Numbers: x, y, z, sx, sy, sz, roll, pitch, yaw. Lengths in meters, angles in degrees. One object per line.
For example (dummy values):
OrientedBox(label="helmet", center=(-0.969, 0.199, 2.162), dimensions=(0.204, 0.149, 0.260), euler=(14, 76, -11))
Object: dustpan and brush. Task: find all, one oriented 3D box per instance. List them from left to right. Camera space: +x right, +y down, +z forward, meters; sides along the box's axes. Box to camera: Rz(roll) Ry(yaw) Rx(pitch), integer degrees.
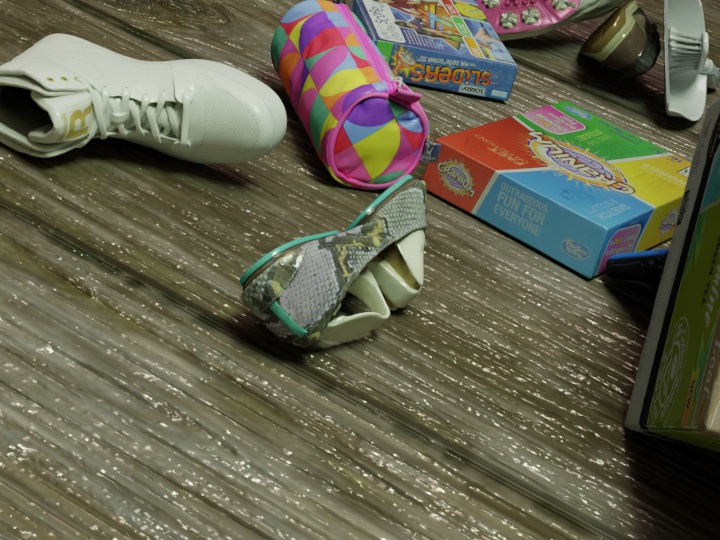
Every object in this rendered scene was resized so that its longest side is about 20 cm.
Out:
OrientedBox(label="dustpan and brush", center=(0.318, -0.201, 1.454), dimensions=(0.057, 0.141, 0.200), euler=(-1, -6, 11))

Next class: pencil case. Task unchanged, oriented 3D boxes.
OrientedBox(label="pencil case", center=(-0.008, -0.136, 1.141), dimensions=(0.087, 0.089, 0.200), euler=(5, 27, -22))

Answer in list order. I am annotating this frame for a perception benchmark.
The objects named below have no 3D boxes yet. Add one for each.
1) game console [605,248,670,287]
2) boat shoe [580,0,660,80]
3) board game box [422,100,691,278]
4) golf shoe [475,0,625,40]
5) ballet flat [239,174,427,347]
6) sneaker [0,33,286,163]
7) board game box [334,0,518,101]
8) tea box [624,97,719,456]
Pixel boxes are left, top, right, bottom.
OrientedBox(label="game console", center=(0.274, 0.057, 1.002), dimensions=(0.198, 0.120, 0.171), euler=(10, -5, -14))
OrientedBox(label="boat shoe", center=(0.257, -0.216, 1.481), dimensions=(0.065, 0.073, 0.200), euler=(45, 19, -1))
OrientedBox(label="board game box", center=(0.163, -0.066, 1.152), dimensions=(0.152, 0.041, 0.199), euler=(30, 29, 26))
OrientedBox(label="golf shoe", center=(0.202, -0.267, 1.506), dimensions=(0.198, 0.092, 0.076), euler=(-23, 67, -5))
OrientedBox(label="ballet flat", center=(0.000, 0.000, 0.916), dimensions=(0.072, 0.073, 0.200), euler=(26, 28, 19))
OrientedBox(label="sneaker", center=(-0.157, -0.099, 1.004), dimensions=(0.198, 0.074, 0.116), euler=(13, 26, 16))
OrientedBox(label="board game box", center=(0.055, -0.219, 1.393), dimensions=(0.134, 0.035, 0.201), euler=(9, 27, -14))
OrientedBox(label="tea box", center=(0.241, 0.005, 0.800), dimensions=(0.132, 0.202, 0.197), euler=(16, -6, -1))
